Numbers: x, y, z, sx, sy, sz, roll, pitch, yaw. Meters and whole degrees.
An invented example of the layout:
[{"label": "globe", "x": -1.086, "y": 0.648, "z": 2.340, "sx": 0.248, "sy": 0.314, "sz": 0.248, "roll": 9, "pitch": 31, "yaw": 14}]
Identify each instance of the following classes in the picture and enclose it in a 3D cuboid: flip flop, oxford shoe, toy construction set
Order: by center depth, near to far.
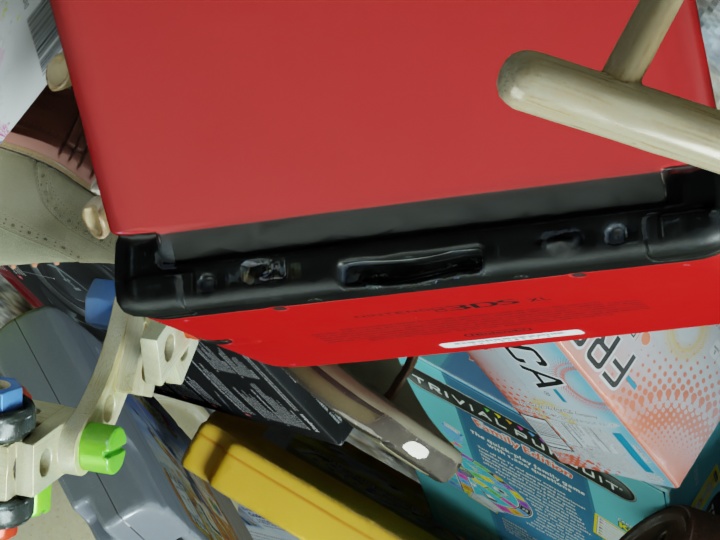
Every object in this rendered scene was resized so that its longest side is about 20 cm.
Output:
[{"label": "flip flop", "x": 0.000, "y": 0.000, "z": 1.040, "sx": 0.081, "sy": 0.058, "sz": 0.200, "roll": 37, "pitch": -158, "yaw": -31}, {"label": "toy construction set", "x": -0.147, "y": 0.041, "z": 1.041, "sx": 0.200, "sy": 0.131, "sz": 0.092, "roll": -6, "pitch": 103, "yaw": 21}, {"label": "oxford shoe", "x": -0.120, "y": -0.030, "z": 1.092, "sx": 0.200, "sy": 0.074, "sz": 0.071, "roll": 27, "pitch": -154, "yaw": 1}]

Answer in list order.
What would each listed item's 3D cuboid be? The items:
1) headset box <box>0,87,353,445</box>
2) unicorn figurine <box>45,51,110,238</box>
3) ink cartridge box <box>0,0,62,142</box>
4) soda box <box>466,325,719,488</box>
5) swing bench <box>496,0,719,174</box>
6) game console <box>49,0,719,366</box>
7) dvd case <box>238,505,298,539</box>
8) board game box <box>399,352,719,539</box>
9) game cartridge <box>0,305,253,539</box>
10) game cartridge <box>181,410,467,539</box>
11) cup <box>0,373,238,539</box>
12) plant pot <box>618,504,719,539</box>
[{"label": "headset box", "x": -0.091, "y": -0.009, "z": 1.237, "sx": 0.200, "sy": 0.077, "sz": 0.149, "roll": 12, "pitch": 151, "yaw": 52}, {"label": "unicorn figurine", "x": -0.041, "y": -0.062, "z": 0.978, "sx": 0.074, "sy": 0.137, "sz": 0.200, "roll": 40, "pitch": 149, "yaw": 19}, {"label": "ink cartridge box", "x": -0.168, "y": -0.094, "z": 0.973, "sx": 0.084, "sy": 0.200, "sz": 0.145, "roll": 30, "pitch": 160, "yaw": 16}, {"label": "soda box", "x": 0.059, "y": -0.010, "z": 0.983, "sx": 0.064, "sy": 0.068, "sz": 0.200, "roll": 9, "pitch": 148, "yaw": 49}, {"label": "swing bench", "x": 0.168, "y": -0.054, "z": 0.604, "sx": 0.200, "sy": 0.130, "sz": 0.199, "roll": 33, "pitch": 162, "yaw": -9}, {"label": "game console", "x": 0.025, "y": -0.047, "z": 0.874, "sx": 0.200, "sy": 0.119, "sz": 0.172, "roll": -6, "pitch": 166, "yaw": 22}, {"label": "dvd case", "x": -0.021, "y": 0.171, "z": 1.644, "sx": 0.200, "sy": 0.018, "sz": 0.143, "roll": 44, "pitch": 160, "yaw": -26}, {"label": "board game box", "x": 0.088, "y": 0.084, "z": 1.193, "sx": 0.151, "sy": 0.047, "sz": 0.200, "roll": 28, "pitch": 160, "yaw": 24}, {"label": "game cartridge", "x": -0.092, "y": 0.096, "z": 1.233, "sx": 0.133, "sy": 0.042, "sz": 0.200, "roll": 62, "pitch": -175, "yaw": 32}, {"label": "game cartridge", "x": 0.006, "y": 0.115, "z": 1.313, "sx": 0.176, "sy": 0.032, "sz": 0.200, "roll": 30, "pitch": -179, "yaw": 1}, {"label": "cup", "x": -0.154, "y": 0.130, "z": 1.554, "sx": 0.143, "sy": 0.200, "sz": 0.200, "roll": -19, "pitch": 127, "yaw": 36}, {"label": "plant pot", "x": 0.170, "y": 0.188, "z": 1.076, "sx": 0.200, "sy": 0.187, "sz": 0.187, "roll": 38, "pitch": 161, "yaw": -9}]
